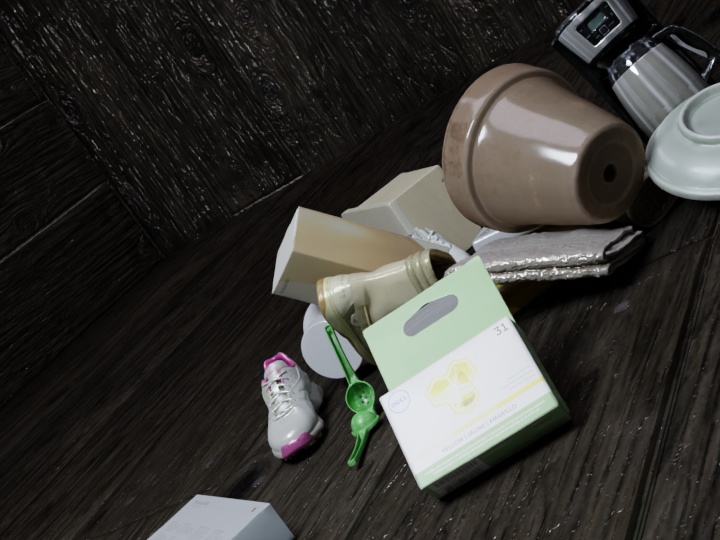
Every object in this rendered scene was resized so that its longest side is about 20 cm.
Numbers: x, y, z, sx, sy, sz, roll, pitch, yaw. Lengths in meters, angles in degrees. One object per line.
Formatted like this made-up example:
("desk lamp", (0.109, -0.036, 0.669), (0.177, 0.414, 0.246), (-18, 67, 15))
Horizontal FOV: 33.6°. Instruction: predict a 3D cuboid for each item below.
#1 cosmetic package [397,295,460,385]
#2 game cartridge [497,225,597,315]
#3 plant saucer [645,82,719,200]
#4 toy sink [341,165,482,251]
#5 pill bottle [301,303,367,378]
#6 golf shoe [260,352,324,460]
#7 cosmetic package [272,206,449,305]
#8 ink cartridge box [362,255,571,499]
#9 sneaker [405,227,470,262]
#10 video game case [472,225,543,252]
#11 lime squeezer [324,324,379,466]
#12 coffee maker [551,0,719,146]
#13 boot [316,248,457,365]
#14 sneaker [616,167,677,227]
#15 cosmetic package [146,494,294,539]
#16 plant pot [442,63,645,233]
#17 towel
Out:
("cosmetic package", (0.091, 0.096, 1.238), (0.107, 0.090, 0.200), (-34, 15, 4))
("game cartridge", (0.188, 0.005, 1.454), (0.200, 0.032, 0.176), (-37, 12, -5))
("plant saucer", (0.400, -0.157, 1.282), (0.200, 0.050, 0.200), (-20, 34, 14))
("toy sink", (0.079, -0.074, 1.826), (0.112, 0.130, 0.200), (-39, 11, -19))
("pill bottle", (-0.012, 0.062, 1.587), (0.111, 0.112, 0.200), (-30, 12, 24))
("golf shoe", (-0.094, 0.165, 1.462), (0.075, 0.092, 0.200), (-32, 13, 5))
("cosmetic package", (0.000, 0.000, 1.476), (0.105, 0.200, 0.071), (118, 162, -52))
("ink cartridge box", (0.084, 0.088, 1.095), (0.145, 0.048, 0.200), (-33, 55, 11))
("sneaker", (0.102, -0.013, 1.624), (0.074, 0.087, 0.200), (-36, 12, -10))
("video game case", (0.247, -0.084, 1.553), (0.200, 0.024, 0.182), (-27, 4, 15))
("lime squeezer", (-0.002, 0.151, 1.338), (0.038, 0.071, 0.200), (-17, 45, 6))
("coffee maker", (0.343, -0.250, 1.503), (0.135, 0.200, 0.192), (-39, -8, -8))
("boot", (0.057, 0.043, 1.406), (0.155, 0.200, 0.073), (-19, 56, 19))
("sneaker", (0.360, -0.127, 1.399), (0.200, 0.067, 0.090), (-42, 18, -15))
("cosmetic package", (-0.175, 0.303, 1.235), (0.151, 0.052, 0.200), (-43, 14, -26))
("plant pot", (0.220, -0.127, 1.351), (0.200, 0.200, 0.174), (-39, 33, -20))
("towel", (0.202, -0.017, 1.310), (0.200, 0.035, 0.132), (-6, 11, 31))
